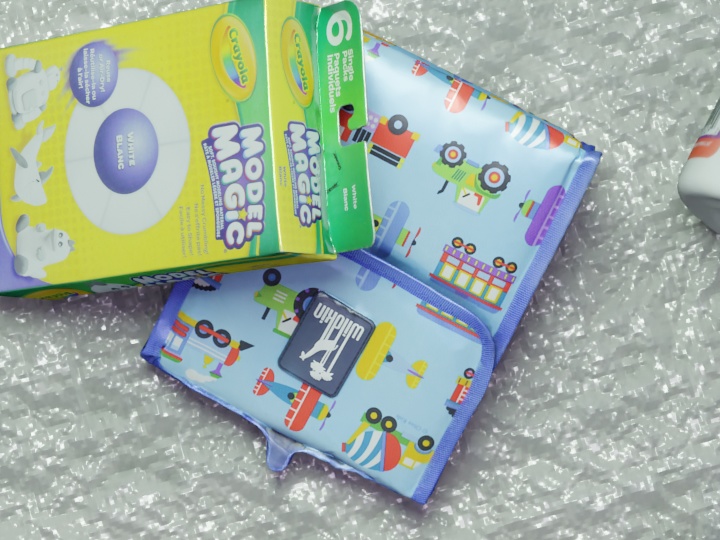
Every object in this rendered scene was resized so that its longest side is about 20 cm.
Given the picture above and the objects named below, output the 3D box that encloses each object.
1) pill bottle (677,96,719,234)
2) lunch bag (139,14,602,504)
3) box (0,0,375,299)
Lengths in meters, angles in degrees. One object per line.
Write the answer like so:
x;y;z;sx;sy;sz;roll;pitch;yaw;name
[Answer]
0.239;-0.098;1.302;0.111;0.111;0.200;29;84;0;pill bottle
0.000;0.000;1.303;0.150;0.094;0.200;26;96;0;lunch bag
-0.083;-0.054;1.259;0.200;0.048;0.118;-8;83;33;box
